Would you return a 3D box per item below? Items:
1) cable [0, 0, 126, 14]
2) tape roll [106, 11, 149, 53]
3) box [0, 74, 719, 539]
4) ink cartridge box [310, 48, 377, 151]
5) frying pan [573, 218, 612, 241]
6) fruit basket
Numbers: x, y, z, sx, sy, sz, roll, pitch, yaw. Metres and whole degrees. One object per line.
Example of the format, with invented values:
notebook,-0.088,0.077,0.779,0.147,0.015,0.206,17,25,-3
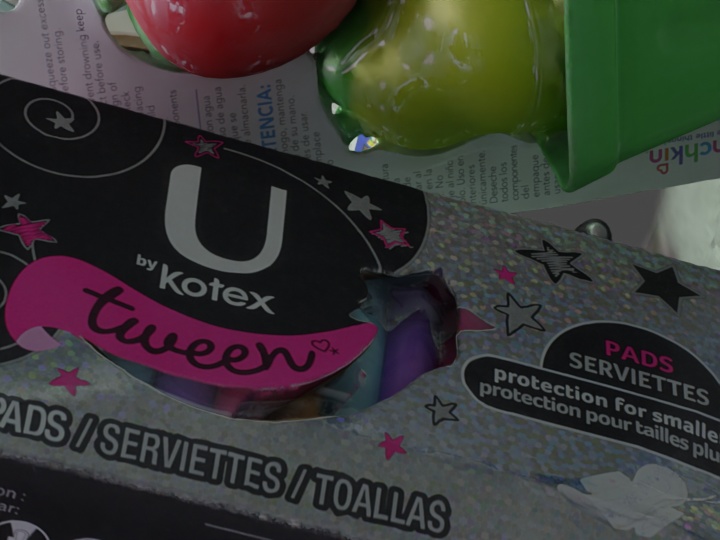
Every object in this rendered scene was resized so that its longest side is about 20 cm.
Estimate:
cable,-0.091,-0.161,0.716,0.200,0.069,0.201,-30,-66,-66
tape roll,-0.097,-0.028,0.937,0.139,0.202,0.204,-155,51,-70
box,-0.013,0.056,0.645,0.115,0.199,0.133,-86,14,-46
ink cartridge box,0.000,0.000,0.841,0.095,0.037,0.201,34,109,60
frying pan,0.040,0.028,0.879,0.115,0.031,0.191,56,145,43
fruit basket,-0.001,-0.091,0.652,0.094,0.199,0.186,-98,2,-59
